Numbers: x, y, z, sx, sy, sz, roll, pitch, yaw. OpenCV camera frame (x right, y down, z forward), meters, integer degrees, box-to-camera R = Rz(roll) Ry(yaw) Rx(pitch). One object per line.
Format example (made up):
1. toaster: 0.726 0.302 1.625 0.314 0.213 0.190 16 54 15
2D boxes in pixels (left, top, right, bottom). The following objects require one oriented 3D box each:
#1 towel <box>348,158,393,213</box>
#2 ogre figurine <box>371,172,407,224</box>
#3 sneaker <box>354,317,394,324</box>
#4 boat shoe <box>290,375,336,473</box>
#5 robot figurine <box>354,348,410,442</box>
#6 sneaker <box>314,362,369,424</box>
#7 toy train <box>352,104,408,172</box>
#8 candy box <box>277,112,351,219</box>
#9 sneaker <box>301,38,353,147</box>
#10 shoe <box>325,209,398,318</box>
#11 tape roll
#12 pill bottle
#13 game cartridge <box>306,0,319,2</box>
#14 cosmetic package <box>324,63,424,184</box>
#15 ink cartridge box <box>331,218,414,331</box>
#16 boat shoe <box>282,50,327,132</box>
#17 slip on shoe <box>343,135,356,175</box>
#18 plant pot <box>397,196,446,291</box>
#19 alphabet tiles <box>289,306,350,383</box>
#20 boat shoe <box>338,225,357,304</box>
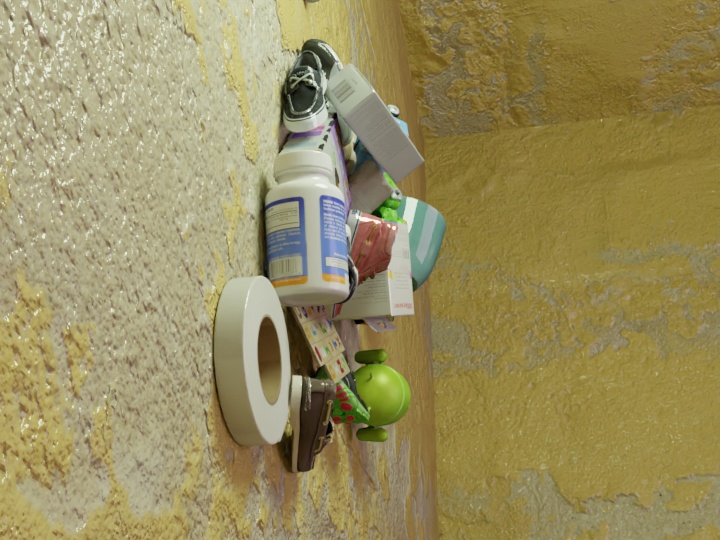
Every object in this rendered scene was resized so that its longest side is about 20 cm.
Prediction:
1. towel: -0.006 -0.140 1.644 0.034 0.132 0.200 47 1 15
2. ogre figurine: 0.033 -0.108 1.797 0.098 0.200 0.120 32 3 -31
3. sneaker: 0.017 0.042 1.770 0.201 0.090 0.070 82 -9 -46
4. boat shoe: -0.064 0.213 1.182 0.201 0.059 0.072 94 -4 -46
5. robot figurine: 0.034 0.241 1.689 0.200 0.115 0.176 44 46 -76
6. sneaker: -0.027 0.201 1.465 0.200 0.076 0.084 73 19 -56
7. toy train: 0.019 -0.229 1.717 0.200 0.086 0.114 -56 -162 29
8. candy box: -0.069 -0.145 1.416 0.200 0.071 0.168 -78 161 -63
9. sneaker: -0.068 -0.295 1.517 0.116 0.075 0.201 -56 133 -56
10. shoe: 0.000 0.000 1.507 0.072 0.091 0.201 -79 -175 -73
11. tape roll: -0.124 0.108 1.038 0.203 0.037 0.204 -6 90 -81
12. pill bottle: -0.075 -0.057 1.202 0.112 0.112 0.201 50 36 -74
13. game cartridge: -0.103 -0.609 1.596 0.130 0.038 0.201 -80 163 -45
14. cosmetic package: 0.024 -0.250 1.504 0.200 0.074 0.102 43 11 -49
15. ink cartridge box: 0.018 0.015 1.632 0.128 0.125 0.201 6 80 -67
16. boat shoe: -0.088 -0.288 1.381 0.200 0.071 0.068 -83 163 -52
17. slip on shoe: -0.046 -0.232 1.642 0.061 0.076 0.200 44 35 -26
18. plant pot: 0.079 -0.044 1.933 0.201 0.200 0.162 70 29 -58
19. alphabet tiles: -0.064 0.090 1.342 0.167 0.006 0.200 65 9 2
20. boat shoe: -0.037 0.009 1.344 0.200 0.071 0.068 94 -7 -57
